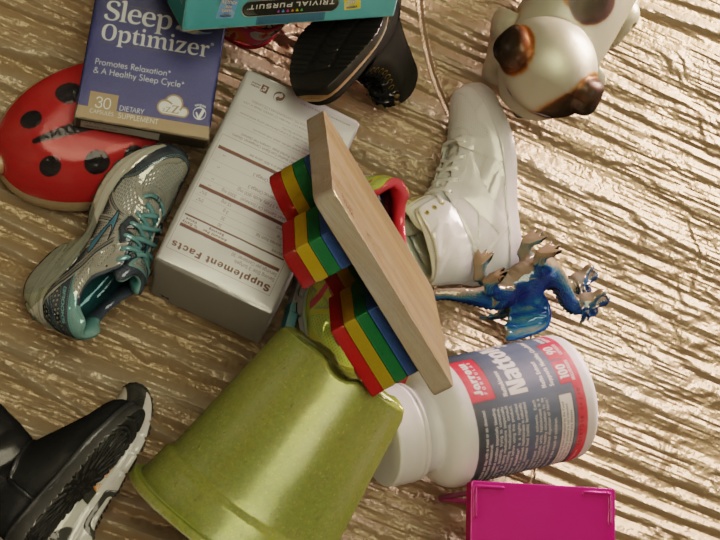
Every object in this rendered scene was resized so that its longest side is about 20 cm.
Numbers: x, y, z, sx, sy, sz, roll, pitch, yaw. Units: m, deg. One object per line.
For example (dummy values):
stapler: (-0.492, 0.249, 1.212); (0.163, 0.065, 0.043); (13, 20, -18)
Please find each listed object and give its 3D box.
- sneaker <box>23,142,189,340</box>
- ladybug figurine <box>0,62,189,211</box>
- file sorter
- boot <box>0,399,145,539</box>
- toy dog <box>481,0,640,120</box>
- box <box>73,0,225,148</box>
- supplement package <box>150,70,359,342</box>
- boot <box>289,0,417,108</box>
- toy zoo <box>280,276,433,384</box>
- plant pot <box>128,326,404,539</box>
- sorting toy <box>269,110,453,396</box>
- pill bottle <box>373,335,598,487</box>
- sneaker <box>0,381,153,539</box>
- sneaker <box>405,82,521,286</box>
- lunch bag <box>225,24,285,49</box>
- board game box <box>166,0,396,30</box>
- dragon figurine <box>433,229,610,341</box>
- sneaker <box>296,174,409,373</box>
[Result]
sneaker: (-0.207, -0.020, 1.712); (0.200, 0.086, 0.078); (-54, 137, -4)
ladybug figurine: (-0.240, -0.127, 1.752); (0.200, 0.072, 0.136); (-24, 86, -19)
file sorter: (0.142, 0.299, 1.747); (0.139, 0.125, 0.200); (5, 78, -17)
boot: (-0.309, 0.121, 1.650); (0.200, 0.066, 0.165); (38, 75, 17)
toy dog: (0.199, -0.222, 1.830); (0.140, 0.194, 0.200); (39, 52, -15)
box: (-0.182, -0.217, 1.727); (0.121, 0.032, 0.200); (9, 74, -7)
supplement package: (-0.097, -0.056, 1.749); (0.117, 0.117, 0.200); (25, 73, -2)
boot: (0.007, -0.182, 1.777); (0.077, 0.138, 0.200); (6, 45, 26)
toy zoo: (-0.009, 0.058, 1.808); (0.131, 0.020, 0.200); (19, 74, -12)
plant pot: (-0.064, 0.156, 1.649); (0.200, 0.200, 0.184); (35, 92, -7)
sorting toy: (-0.007, -0.007, 1.619); (0.070, 0.199, 0.200); (-28, 112, 9)
pill bottle: (0.105, 0.134, 1.763); (0.200, 0.120, 0.120); (-11, 82, -25)
sneaker: (-0.248, 0.180, 1.685); (0.080, 0.074, 0.200); (30, 72, -6)
sneaker: (0.086, -0.082, 1.830); (0.115, 0.074, 0.200); (-3, 80, -29)
lunch bag: (-0.100, -0.318, 1.826); (0.176, 0.082, 0.200); (26, 75, -8)
board game box: (-0.084, -0.279, 1.713); (0.200, 0.047, 0.151); (-7, 44, -23)
dragon figurine: (0.145, 0.028, 1.804); (0.200, 0.059, 0.100); (-24, 122, -18)
sneaker: (0.000, 0.000, 1.758); (0.078, 0.090, 0.200); (15, 74, -28)
